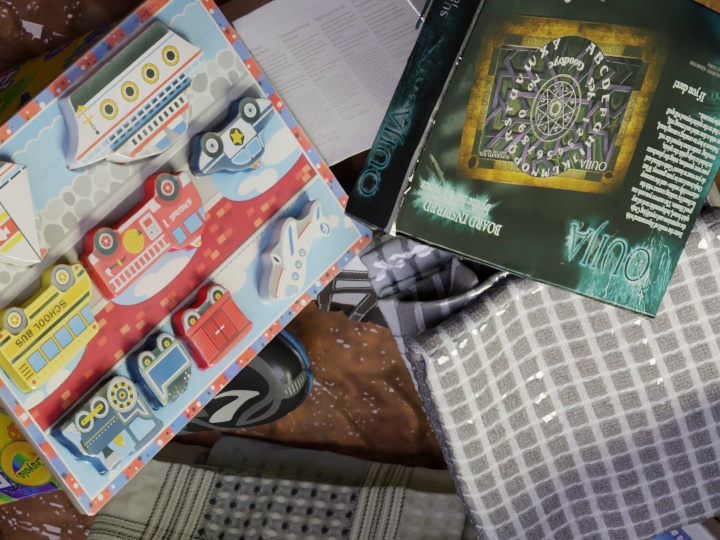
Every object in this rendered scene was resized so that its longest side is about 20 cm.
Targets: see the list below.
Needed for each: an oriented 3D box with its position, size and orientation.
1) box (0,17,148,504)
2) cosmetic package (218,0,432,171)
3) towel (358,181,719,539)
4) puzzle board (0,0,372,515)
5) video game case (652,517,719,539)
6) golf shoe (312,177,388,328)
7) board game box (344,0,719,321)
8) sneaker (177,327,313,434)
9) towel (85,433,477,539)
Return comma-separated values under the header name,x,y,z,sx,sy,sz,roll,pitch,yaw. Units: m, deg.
name,x,y,z,sx,sy,sz,roll,pitch,yaw
box,-0.166,0.004,1.361,0.200,0.193,0.122,-16,120,49
cosmetic package,-0.016,-0.095,1.333,0.083,0.051,0.200,53,145,-14
towel,0.108,0.049,1.385,0.166,0.086,0.200,-19,131,4
puzzle board,-0.094,-0.016,1.274,0.017,0.200,0.151,-12,117,52
video game case,0.096,0.168,1.547,0.200,0.018,0.143,-36,108,30
golf shoe,0.000,0.000,1.427,0.200,0.078,0.095,-14,118,22
board game box,0.085,-0.061,1.217,0.028,0.200,0.135,27,96,38
sneaker,-0.118,0.067,1.493,0.199,0.083,0.071,-7,121,17
towel,-0.049,0.154,1.457,0.192,0.200,0.035,5,129,17
